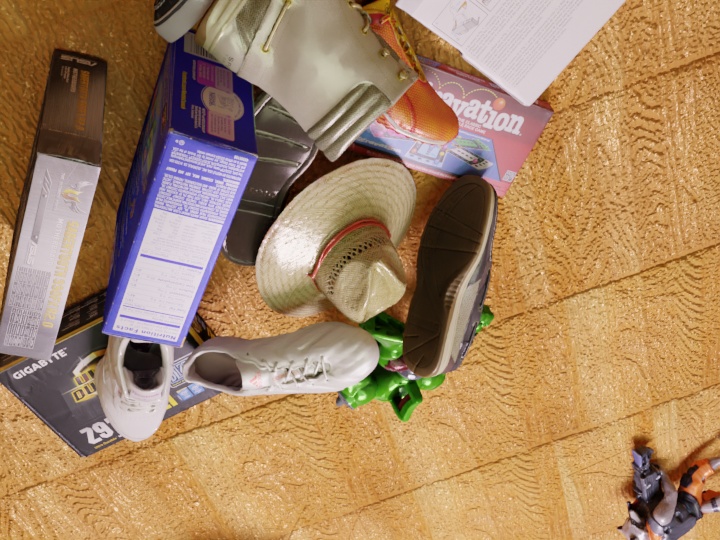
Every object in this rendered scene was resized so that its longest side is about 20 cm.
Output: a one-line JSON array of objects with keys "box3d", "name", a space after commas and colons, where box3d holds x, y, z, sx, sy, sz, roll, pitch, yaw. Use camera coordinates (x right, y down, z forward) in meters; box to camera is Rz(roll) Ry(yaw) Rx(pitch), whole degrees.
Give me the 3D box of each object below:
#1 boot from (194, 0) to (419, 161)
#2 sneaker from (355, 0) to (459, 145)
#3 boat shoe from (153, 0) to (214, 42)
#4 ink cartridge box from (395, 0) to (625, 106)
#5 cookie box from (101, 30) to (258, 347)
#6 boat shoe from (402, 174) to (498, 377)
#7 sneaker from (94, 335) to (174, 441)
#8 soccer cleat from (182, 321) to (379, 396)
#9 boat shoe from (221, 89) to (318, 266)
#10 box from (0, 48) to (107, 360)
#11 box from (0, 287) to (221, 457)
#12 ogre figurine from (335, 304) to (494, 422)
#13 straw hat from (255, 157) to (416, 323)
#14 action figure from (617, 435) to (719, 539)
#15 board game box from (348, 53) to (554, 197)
[{"box3d": [-0.009, -0.203, 0.707, 0.154, 0.072, 0.201, 40, 95, -11], "name": "boot"}, {"box3d": [0.016, -0.179, 0.777, 0.199, 0.074, 0.077, 39, 117, -21], "name": "sneaker"}, {"box3d": [-0.111, -0.265, 0.697, 0.067, 0.072, 0.200, 28, 121, -25], "name": "boat shoe"}, {"box3d": [0.147, -0.262, 0.782, 0.174, 0.045, 0.200, 27, 118, -32], "name": "ink cartridge box"}, {"box3d": [-0.153, -0.069, 0.784, 0.074, 0.173, 0.202, 14, 126, -20], "name": "cookie box"}, {"box3d": [0.095, 0.007, 0.934, 0.064, 0.073, 0.204, 6, 106, -50], "name": "boat shoe"}, {"box3d": [-0.217, 0.104, 0.897, 0.073, 0.101, 0.203, -1, 130, -15], "name": "sneaker"}, {"box3d": [-0.078, 0.092, 0.906, 0.196, 0.077, 0.071, -5, 100, 21], "name": "soccer cleat"}, {"box3d": [-0.085, -0.102, 0.844, 0.071, 0.069, 0.202, 18, 125, -16], "name": "boat shoe"}, {"box3d": [-0.256, -0.055, 0.778, 0.047, 0.160, 0.202, 11, 125, -22], "name": "box"}, {"box3d": [-0.253, 0.099, 0.980, 0.197, 0.050, 0.161, -25, 132, 7], "name": "box"}, {"box3d": [0.043, 0.093, 1.010, 0.198, 0.098, 0.121, -27, 147, -43], "name": "ogre figurine"}, {"box3d": [0.000, 0.000, 0.893, 0.198, 0.085, 0.203, -27, 147, -19], "name": "straw hat"}, {"box3d": [0.443, 0.315, 1.302, 0.191, 0.105, 0.201, -33, 132, 1], "name": "action figure"}, {"box3d": [0.077, -0.139, 0.884, 0.196, 0.020, 0.104, 14, 123, -24], "name": "board game box"}]
